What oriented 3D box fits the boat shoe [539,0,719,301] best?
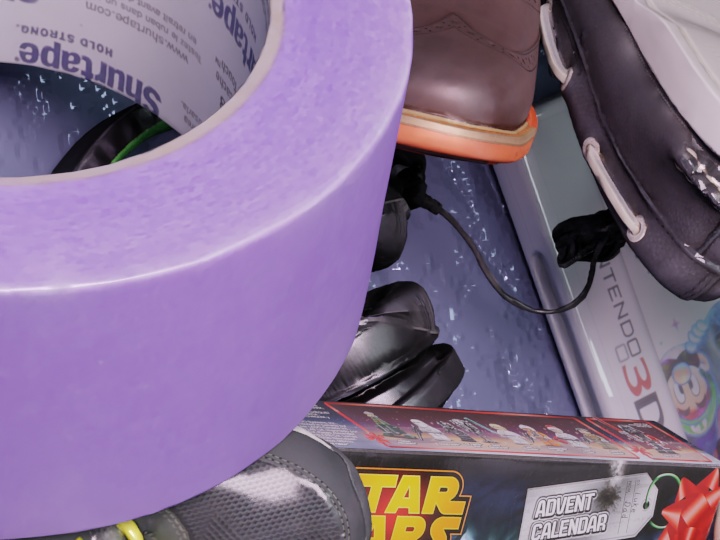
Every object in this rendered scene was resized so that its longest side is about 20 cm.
[{"bbox_3d":[0.086,-0.066,0.730,0.074,0.060,0.200,18,29,-29],"label":"boat shoe"}]

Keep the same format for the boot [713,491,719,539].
[{"bbox_3d":[0.164,0.059,0.775,0.107,0.075,0.200,51,41,-38],"label":"boot"}]

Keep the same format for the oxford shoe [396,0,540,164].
[{"bbox_3d":[0.022,-0.087,0.708,0.071,0.200,0.073,11,113,-6],"label":"oxford shoe"}]

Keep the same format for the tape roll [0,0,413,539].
[{"bbox_3d":[-0.090,-0.038,0.581,0.199,0.085,0.200,5,46,-6],"label":"tape roll"}]

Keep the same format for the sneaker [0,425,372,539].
[{"bbox_3d":[-0.092,0.089,0.567,0.200,0.085,0.075,-15,102,-3],"label":"sneaker"}]

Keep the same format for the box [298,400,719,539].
[{"bbox_3d":[0.009,0.109,0.695,0.200,0.040,0.137,5,107,-39],"label":"box"}]

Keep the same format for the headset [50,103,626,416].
[{"bbox_3d":[0.000,0.000,0.717,0.200,0.094,0.124,-7,85,-33],"label":"headset"}]

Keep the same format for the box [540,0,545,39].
[{"bbox_3d":[0.101,-0.171,0.874,0.200,0.049,0.162,-12,86,-42],"label":"box"}]

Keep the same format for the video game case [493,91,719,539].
[{"bbox_3d":[0.156,-0.001,0.866,0.200,0.024,0.182,-23,97,-27],"label":"video game case"}]
